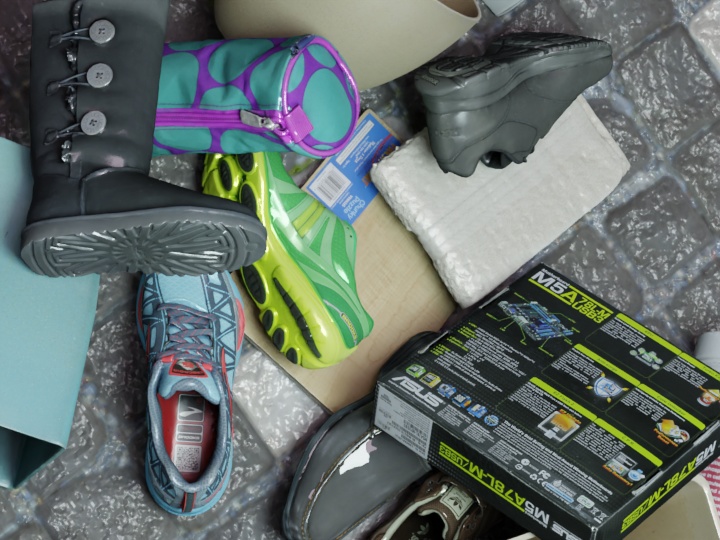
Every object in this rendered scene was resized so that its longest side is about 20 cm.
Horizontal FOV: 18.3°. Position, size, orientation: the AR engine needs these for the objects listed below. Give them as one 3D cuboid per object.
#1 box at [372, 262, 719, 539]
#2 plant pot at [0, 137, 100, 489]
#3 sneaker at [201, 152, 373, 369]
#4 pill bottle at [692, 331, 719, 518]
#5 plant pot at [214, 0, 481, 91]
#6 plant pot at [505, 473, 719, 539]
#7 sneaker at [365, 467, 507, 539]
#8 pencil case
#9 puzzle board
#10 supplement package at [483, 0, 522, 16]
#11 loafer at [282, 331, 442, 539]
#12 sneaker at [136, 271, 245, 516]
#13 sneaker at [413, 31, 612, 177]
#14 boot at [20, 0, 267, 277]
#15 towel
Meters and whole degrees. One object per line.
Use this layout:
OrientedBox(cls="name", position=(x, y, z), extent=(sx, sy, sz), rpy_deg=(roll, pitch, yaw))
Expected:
OrientedBox(cls="box", position=(0.143, 0.096, 1.576), extent=(0.199, 0.048, 0.193), rpy_deg=(32, 44, 27))
OrientedBox(cls="plant pot", position=(-0.255, 0.021, 1.522), extent=(0.140, 0.141, 0.201), rpy_deg=(21, 66, -16))
OrientedBox(cls="sneaker", position=(-0.053, -0.025, 1.631), extent=(0.083, 0.074, 0.201), rpy_deg=(-17, 82, -46))
OrientedBox(cls="pill bottle", position=(0.277, 0.155, 1.708), extent=(0.112, 0.113, 0.201), rpy_deg=(20, 75, -16))
OrientedBox(cls="plant pot", position=(-0.030, -0.204, 1.628), extent=(0.200, 0.200, 0.135), rpy_deg=(41, 106, -10))
OrientedBox(cls="plant pot", position=(0.152, 0.274, 1.606), extent=(0.199, 0.177, 0.201), rpy_deg=(-16, 87, -23))
OrientedBox(cls="sneaker", position=(0.077, 0.168, 1.626), extent=(0.070, 0.076, 0.200), rpy_deg=(42, 85, -1))
OrientedBox(cls="pencil case", position=(-0.103, -0.119, 1.566), extent=(0.092, 0.199, 0.086), rpy_deg=(-39, 121, -49))
OrientedBox(cls="puzzle board", position=(0.000, 0.000, 1.682), extent=(0.151, 0.017, 0.200), rpy_deg=(42, 69, -9))
OrientedBox(cls="supplement package", position=(0.098, -0.318, 1.714), extent=(0.200, 0.120, 0.121), rpy_deg=(47, 68, -7))
OrientedBox(cls="loafer", position=(0.021, 0.127, 1.623), extent=(0.200, 0.072, 0.073), rpy_deg=(-51, 130, -20))
OrientedBox(cls="sneaker", position=(-0.115, 0.070, 1.577), extent=(0.079, 0.096, 0.202), rpy_deg=(-3, 82, -8))
OrientedBox(cls="sneaker", position=(0.116, -0.127, 1.679), extent=(0.199, 0.076, 0.091), rpy_deg=(-21, 113, -39))
OrientedBox(cls="boot", position=(-0.143, -0.097, 1.498), extent=(0.163, 0.066, 0.201), rpy_deg=(0, 58, 0))
OrientedBox(cls="towel", position=(0.108, -0.075, 1.714), extent=(0.200, 0.034, 0.133), rpy_deg=(-37, 91, -29))
